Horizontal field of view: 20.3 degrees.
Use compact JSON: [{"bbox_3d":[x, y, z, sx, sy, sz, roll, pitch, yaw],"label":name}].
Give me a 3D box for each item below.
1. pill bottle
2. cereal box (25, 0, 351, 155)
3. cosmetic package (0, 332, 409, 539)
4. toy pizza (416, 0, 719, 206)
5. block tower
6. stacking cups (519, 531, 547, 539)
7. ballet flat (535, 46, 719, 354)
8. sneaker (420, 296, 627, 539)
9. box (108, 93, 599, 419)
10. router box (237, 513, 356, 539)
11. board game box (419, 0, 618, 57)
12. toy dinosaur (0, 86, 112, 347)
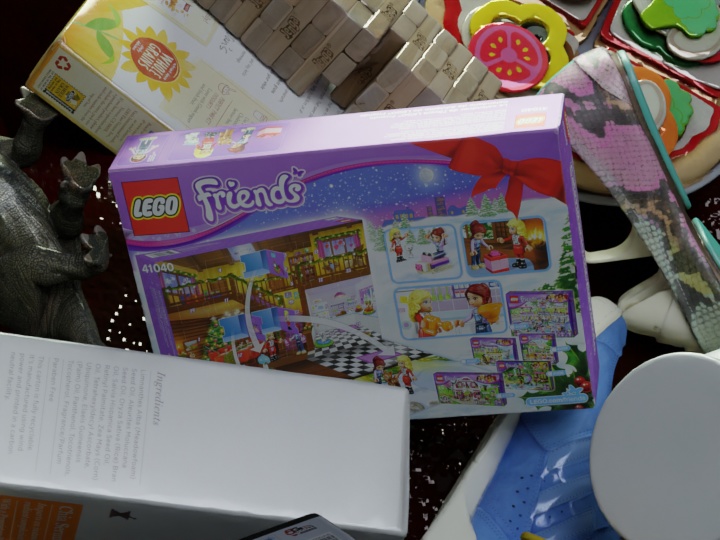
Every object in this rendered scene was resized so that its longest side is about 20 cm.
[{"bbox_3d":[0.188,0.095,0.886,0.199,0.112,0.113,20,48,-49],"label":"pill bottle"},{"bbox_3d":[-0.047,-0.074,0.965,0.200,0.040,0.144,38,38,-9],"label":"cereal box"},{"bbox_3d":[-0.085,0.090,0.875,0.198,0.102,0.072,8,60,-10],"label":"cosmetic package"},{"bbox_3d":[0.123,-0.125,1.070,0.199,0.032,0.202,7,59,-12],"label":"toy pizza"},{"bbox_3d":[0.002,-0.103,0.961,0.200,0.054,0.058,42,35,-6],"label":"block tower"},{"bbox_3d":[0.044,0.204,0.792,0.060,0.061,0.201,28,83,2],"label":"stacking cups"},{"bbox_3d":[0.147,-0.015,1.007,0.071,0.069,0.201,-30,101,10],"label":"ballet flat"},{"bbox_3d":[0.100,0.112,0.927,0.111,0.077,0.200,32,58,5],"label":"sneaker"},{"bbox_3d":[0.000,0.000,0.887,0.198,0.138,0.039,-4,28,12],"label":"box"},{"bbox_3d":[-0.080,0.204,0.789,0.199,0.052,0.158,-16,108,-23],"label":"router box"},{"bbox_3d":[0.068,-0.155,1.103,0.104,0.023,0.201,-18,67,-26],"label":"board game box"},{"bbox_3d":[-0.160,-0.016,0.927,0.200,0.102,0.077,40,48,0],"label":"toy dinosaur"}]
